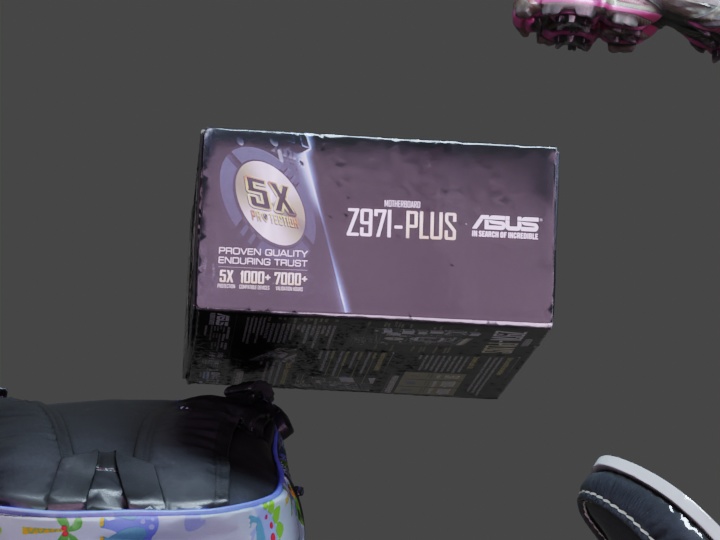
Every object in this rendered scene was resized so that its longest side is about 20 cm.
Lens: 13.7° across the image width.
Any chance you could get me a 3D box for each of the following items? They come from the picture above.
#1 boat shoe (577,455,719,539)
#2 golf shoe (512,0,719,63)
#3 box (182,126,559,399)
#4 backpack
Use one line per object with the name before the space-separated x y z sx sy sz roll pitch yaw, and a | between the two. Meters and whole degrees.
boat shoe | 0.168 0.169 1.437 0.060 0.076 0.200 -40 59 -16
golf shoe | 0.180 -0.154 1.528 0.199 0.073 0.093 8 76 -2
box | 0.000 0.000 1.416 0.163 0.200 0.087 3 78 -3
backpack | -0.114 0.138 1.380 0.182 0.200 0.148 -1 98 -6
